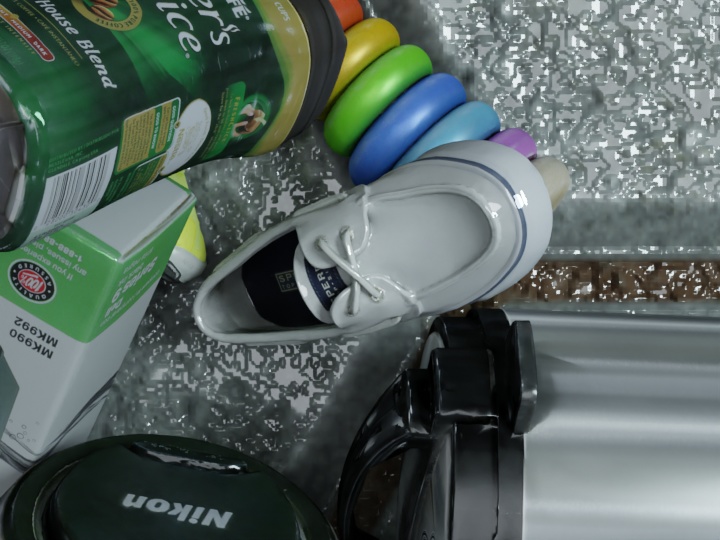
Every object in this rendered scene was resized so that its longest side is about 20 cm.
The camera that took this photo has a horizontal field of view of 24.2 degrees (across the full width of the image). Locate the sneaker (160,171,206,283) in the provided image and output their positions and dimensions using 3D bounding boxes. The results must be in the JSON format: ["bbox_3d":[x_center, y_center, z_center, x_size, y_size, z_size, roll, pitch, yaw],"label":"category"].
[{"bbox_3d":[-0.115,-0.091,0.809,0.076,0.075,0.202,-24,92,5],"label":"sneaker"}]

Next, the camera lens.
[{"bbox_3d":[-0.096,0.188,0.748,0.158,0.160,0.202,15,116,3],"label":"camera lens"}]

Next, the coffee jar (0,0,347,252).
[{"bbox_3d":[-0.099,-0.084,0.706,0.104,0.199,0.086,40,128,20],"label":"coffee jar"}]

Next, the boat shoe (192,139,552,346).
[{"bbox_3d":[0.000,0.000,0.753,0.199,0.065,0.074,-25,94,47],"label":"boat shoe"}]

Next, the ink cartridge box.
[{"bbox_3d":[-0.184,0.021,0.774,0.145,0.084,0.201,30,120,4],"label":"ink cartridge box"}]

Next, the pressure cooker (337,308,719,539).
[{"bbox_3d":[0.088,0.105,0.745,0.197,0.179,0.178,3,95,-4],"label":"pressure cooker"}]

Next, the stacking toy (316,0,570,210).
[{"bbox_3d":[0.005,-0.083,0.806,0.085,0.085,0.200,-45,81,4],"label":"stacking toy"}]
